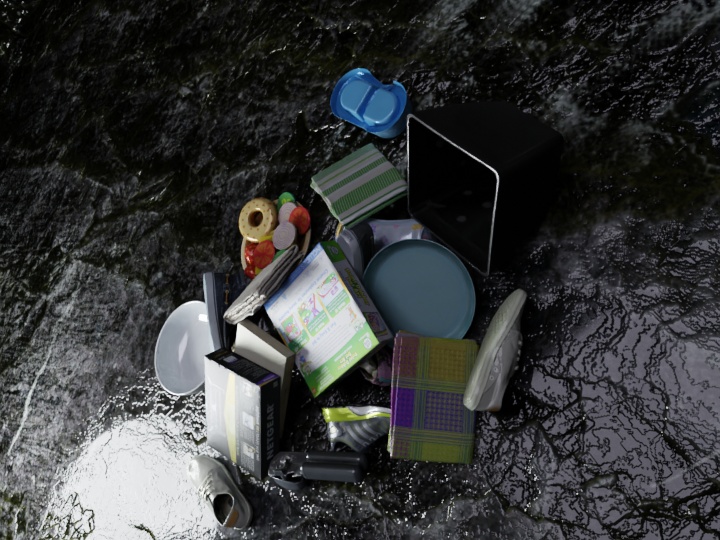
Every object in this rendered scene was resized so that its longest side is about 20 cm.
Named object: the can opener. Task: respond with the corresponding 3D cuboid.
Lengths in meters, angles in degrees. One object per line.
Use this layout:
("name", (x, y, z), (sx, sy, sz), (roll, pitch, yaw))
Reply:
("can opener", (-0.075, 0.355, 1.130), (0.198, 0.067, 0.053), (-6, 31, 28))

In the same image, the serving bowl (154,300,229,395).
("serving bowl", (-0.350, 0.170, 1.369), (0.198, 0.066, 0.203), (-12, 67, 31))

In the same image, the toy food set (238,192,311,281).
("toy food set", (-0.182, -0.066, 1.345), (0.196, 0.049, 0.202), (-6, 70, 33))

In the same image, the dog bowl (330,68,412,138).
("dog bowl", (0.025, -0.334, 1.294), (0.199, 0.049, 0.112), (34, 94, 38))

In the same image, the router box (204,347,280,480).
("router box", (-0.221, 0.264, 1.192), (0.156, 0.052, 0.202), (20, 116, 35))

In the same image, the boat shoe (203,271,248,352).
("boat shoe", (-0.264, 0.085, 1.288), (0.071, 0.090, 0.202), (109, 153, -52))

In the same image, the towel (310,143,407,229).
("towel", (-0.004, -0.163, 1.214), (0.152, 0.024, 0.200), (-31, 39, -3))

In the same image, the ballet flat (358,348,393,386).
("ballet flat", (-0.009, 0.129, 1.141), (0.069, 0.071, 0.200), (-52, 52, 11))

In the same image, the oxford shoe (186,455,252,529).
("oxford shoe", (-0.284, 0.425, 1.239), (0.199, 0.058, 0.076), (32, 95, 40))

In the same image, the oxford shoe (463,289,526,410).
("oxford shoe", (0.219, 0.126, 0.986), (0.057, 0.075, 0.202), (23, 77, 0))

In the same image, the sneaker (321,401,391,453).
("sneaker", (0.024, 0.266, 1.081), (0.198, 0.074, 0.082), (-9, 83, 35))

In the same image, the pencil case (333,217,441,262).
("pencil case", (0.048, -0.055, 1.157), (0.198, 0.083, 0.092), (9, 104, 36))

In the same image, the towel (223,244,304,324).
("towel", (-0.180, 0.030, 1.181), (0.133, 0.034, 0.200), (-52, 12, -29))

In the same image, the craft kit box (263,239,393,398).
("craft kit box", (-0.062, 0.086, 1.100), (0.200, 0.048, 0.199), (-44, 68, 37))

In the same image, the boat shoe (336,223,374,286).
("boat shoe", (0.000, 0.000, 1.130), (0.056, 0.201, 0.069), (-30, 55, -21))

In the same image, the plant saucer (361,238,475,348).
("plant saucer", (0.097, 0.044, 1.076), (0.198, 0.027, 0.203), (5, 104, 19))

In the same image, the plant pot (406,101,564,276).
("plant pot", (0.202, -0.150, 1.005), (0.176, 0.201, 0.199), (-28, 49, -23))

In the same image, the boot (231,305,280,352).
("boot", (-0.170, 0.126, 1.253), (0.199, 0.073, 0.152), (28, 90, 41))

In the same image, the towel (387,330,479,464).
("towel", (0.118, 0.199, 1.016), (0.142, 0.023, 0.202), (6, 74, -3))

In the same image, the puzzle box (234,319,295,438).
("puzzle box", (-0.188, 0.208, 1.197), (0.132, 0.025, 0.202), (29, 122, 30))
